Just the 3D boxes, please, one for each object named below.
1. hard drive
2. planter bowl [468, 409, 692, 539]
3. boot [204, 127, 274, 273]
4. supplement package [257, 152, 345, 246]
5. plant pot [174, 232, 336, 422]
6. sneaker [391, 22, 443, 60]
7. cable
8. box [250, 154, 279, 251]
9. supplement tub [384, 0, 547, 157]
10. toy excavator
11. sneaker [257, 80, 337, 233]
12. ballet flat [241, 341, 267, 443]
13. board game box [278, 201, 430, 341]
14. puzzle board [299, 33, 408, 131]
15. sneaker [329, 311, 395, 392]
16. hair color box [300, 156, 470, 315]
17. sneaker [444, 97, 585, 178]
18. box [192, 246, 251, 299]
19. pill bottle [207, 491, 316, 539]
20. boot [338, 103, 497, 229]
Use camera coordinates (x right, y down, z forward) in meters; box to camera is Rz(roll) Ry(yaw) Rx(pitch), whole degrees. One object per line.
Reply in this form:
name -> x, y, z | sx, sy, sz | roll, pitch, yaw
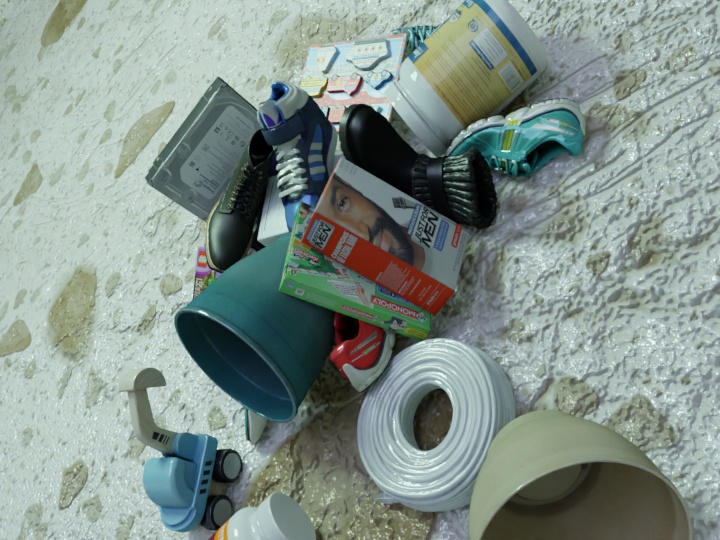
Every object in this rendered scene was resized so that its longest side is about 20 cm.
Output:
hard drive -> -0.237, -0.189, 1.184 | 0.201, 0.139, 0.038 | -50, 43, 5
planter bowl -> 0.190, 0.221, 0.694 | 0.199, 0.200, 0.136 | -41, 20, 14
boot -> -0.179, -0.108, 1.089 | 0.138, 0.075, 0.206 | 136, 147, -64
supplement package -> -0.041, -0.088, 1.091 | 0.196, 0.109, 0.117 | -11, 60, 35
plant pot -> -0.111, 0.060, 0.970 | 0.196, 0.203, 0.189 | 9, 48, 41
sneaker -> 0.093, -0.342, 1.133 | 0.196, 0.086, 0.080 | -20, 56, 31
cable -> 0.087, 0.179, 0.867 | 0.196, 0.069, 0.206 | -5, 64, 38
box -> -0.151, -0.136, 1.234 | 0.140, 0.078, 0.203 | 28, 86, 42
supplement tub -> 0.143, -0.271, 1.012 | 0.199, 0.144, 0.146 | -41, 47, 13
toy excavator -> -0.266, 0.256, 1.027 | 0.098, 0.199, 0.200 | -10, 61, 34
sneaker -> -0.102, -0.159, 0.999 | 0.079, 0.146, 0.205 | -10, 59, 35
ballet flat -> -0.145, 0.147, 1.066 | 0.068, 0.069, 0.207 | -8, 86, 35
board game box -> 0.000, 0.000, 0.939 | 0.029, 0.195, 0.137 | 124, 162, -45
puzzle board -> -0.024, -0.291, 1.142 | 0.196, 0.017, 0.155 | 6, 81, 36
sneaker -> 0.006, 0.062, 0.952 | 0.077, 0.085, 0.202 | -39, 19, 29
hair color box -> 0.035, -0.044, 0.926 | 0.064, 0.196, 0.112 | -56, 8, 48
sneaker -> 0.198, -0.160, 0.960 | 0.196, 0.077, 0.082 | -16, 66, 32
box -> -0.198, 0.041, 1.173 | 0.196, 0.039, 0.141 | 8, 91, 42
pill bottle -> -0.153, 0.380, 0.928 | 0.200, 0.112, 0.114 | -45, 46, 11
boot -> 0.080, -0.139, 0.956 | 0.155, 0.211, 0.081 | 5, 57, 46
